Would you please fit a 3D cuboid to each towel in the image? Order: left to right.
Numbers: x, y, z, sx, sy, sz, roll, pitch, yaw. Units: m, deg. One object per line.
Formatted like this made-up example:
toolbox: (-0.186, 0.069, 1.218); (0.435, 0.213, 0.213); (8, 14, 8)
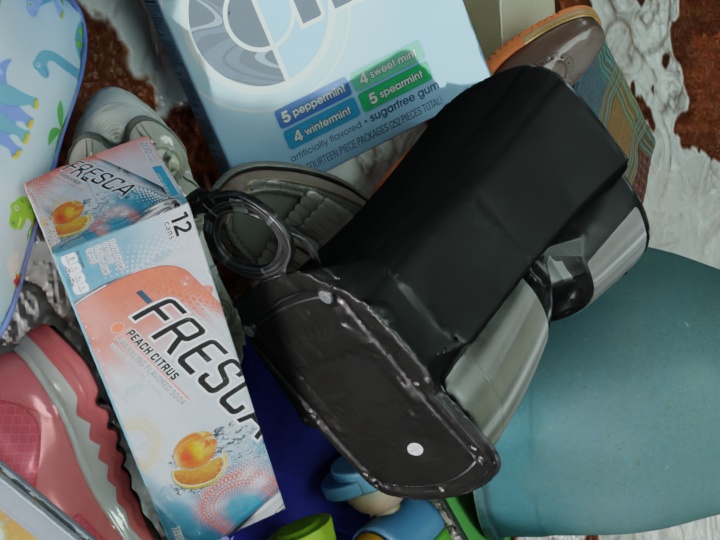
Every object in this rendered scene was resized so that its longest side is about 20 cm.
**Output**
towel: (-0.045, 0.125, 0.800); (0.147, 0.049, 0.201); (30, 66, -48)
towel: (0.177, -0.080, 0.988); (0.200, 0.022, 0.147); (40, 60, -56)

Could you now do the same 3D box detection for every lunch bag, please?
lunch bag: (-0.218, -0.066, 0.603); (0.160, 0.082, 0.201); (28, 68, -43)

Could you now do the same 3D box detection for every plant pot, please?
plant pot: (0.179, 0.074, 0.850); (0.200, 0.187, 0.201); (1, 90, -74)

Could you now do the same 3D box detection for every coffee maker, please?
coffee maker: (0.044, -0.016, 0.697); (0.200, 0.134, 0.193); (-50, 128, -35)

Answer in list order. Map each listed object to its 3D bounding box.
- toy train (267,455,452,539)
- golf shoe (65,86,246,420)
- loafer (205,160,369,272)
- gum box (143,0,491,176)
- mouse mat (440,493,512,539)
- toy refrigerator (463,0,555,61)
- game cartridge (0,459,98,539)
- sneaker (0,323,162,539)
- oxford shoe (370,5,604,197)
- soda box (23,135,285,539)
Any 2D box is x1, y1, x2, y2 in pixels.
toy train: (-0.018, 0.186, 0.734); (0.200, 0.084, 0.116); (-34, 105, -47)
golf shoe: (-0.109, -0.004, 0.719); (0.078, 0.097, 0.201); (-10, 123, -11)
loafer: (0.000, 0.000, 0.785); (0.200, 0.063, 0.072); (29, 104, -39)
gum box: (-0.035, -0.162, 0.776); (0.169, 0.045, 0.201); (-28, 110, -13)
mouse mat: (0.064, 0.134, 0.866); (0.201, 0.008, 0.161); (61, 10, -23)
toy refrigerator: (0.086, -0.231, 0.934); (0.070, 0.076, 0.201); (-3, 89, -46)
game cartridge: (-0.180, 0.164, 0.620); (0.133, 0.041, 0.200); (-49, 116, -11)
sneaker: (-0.154, 0.129, 0.682); (0.086, 0.074, 0.201); (-25, 109, -21)
oxford shoe: (0.097, -0.082, 0.873); (0.200, 0.073, 0.071); (-48, 146, 3)
soda box: (-0.095, 0.041, 0.647); (0.063, 0.068, 0.201); (-23, 129, -12)
